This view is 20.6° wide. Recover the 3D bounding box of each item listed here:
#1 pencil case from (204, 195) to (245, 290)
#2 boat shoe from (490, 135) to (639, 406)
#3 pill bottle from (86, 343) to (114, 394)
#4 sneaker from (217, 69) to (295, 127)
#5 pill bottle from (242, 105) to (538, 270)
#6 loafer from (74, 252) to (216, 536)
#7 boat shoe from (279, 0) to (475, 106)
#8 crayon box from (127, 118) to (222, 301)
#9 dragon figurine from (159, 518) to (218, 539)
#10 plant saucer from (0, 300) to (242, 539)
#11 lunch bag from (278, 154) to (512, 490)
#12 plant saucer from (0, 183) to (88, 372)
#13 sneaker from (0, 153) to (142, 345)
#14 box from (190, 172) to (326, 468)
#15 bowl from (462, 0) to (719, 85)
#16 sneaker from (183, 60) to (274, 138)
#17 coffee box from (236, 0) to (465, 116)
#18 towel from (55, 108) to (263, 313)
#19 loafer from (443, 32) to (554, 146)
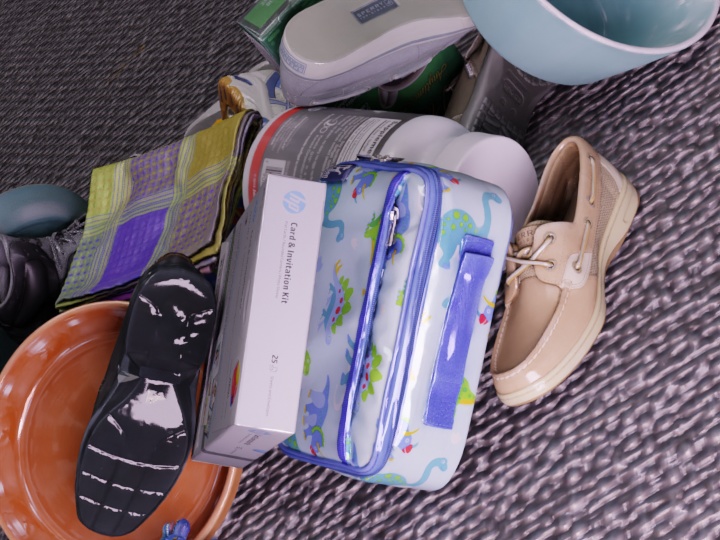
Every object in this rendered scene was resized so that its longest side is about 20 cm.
[{"bbox_3d":[-0.135,0.025,1.550,0.200,0.078,0.087,-42,-4,27],"label":"pencil case"},{"bbox_3d":[0.117,-0.001,1.250,0.071,0.065,0.200,-21,32,40],"label":"boat shoe"},{"bbox_3d":[-0.181,0.099,1.483,0.200,0.114,0.114,-33,26,21],"label":"pill bottle"},{"bbox_3d":[-0.045,-0.109,1.604,0.088,0.075,0.200,-16,43,-17],"label":"sneaker"},{"bbox_3d":[0.021,-0.054,1.397,0.200,0.116,0.116,10,55,44],"label":"pill bottle"},{"bbox_3d":[-0.143,0.084,1.342,0.072,0.073,0.201,-108,39,-71],"label":"loafer"},{"bbox_3d":[0.022,-0.177,1.461,0.200,0.070,0.072,-25,-25,-27],"label":"boat shoe"},{"bbox_3d":[-0.135,-0.044,1.709,0.200,0.058,0.119,-53,27,-20],"label":"crayon box"},{"bbox_3d":[-0.168,0.246,1.295,0.099,0.059,0.200,-11,39,51],"label":"dragon figurine"},{"bbox_3d":[-0.173,0.122,1.394,0.200,0.201,0.032,-38,-18,11],"label":"plant saucer"},{"bbox_3d":[0.018,0.030,1.235,0.161,0.082,0.201,13,91,61],"label":"lunch bag"},{"bbox_3d":[-0.287,0.025,1.693,0.027,0.200,0.200,28,72,38],"label":"plant saucer"},{"bbox_3d":[-0.241,-0.021,1.627,0.075,0.114,0.201,2,66,56],"label":"sneaker"},{"bbox_3d":[-0.067,0.038,1.263,0.200,0.041,0.157,132,146,-73],"label":"box"},{"bbox_3d":[0.150,-0.214,1.427,0.105,0.200,0.201,-47,14,50],"label":"bowl"},{"bbox_3d":[-0.077,-0.163,1.809,0.200,0.075,0.089,-24,19,39],"label":"sneaker"},{"bbox_3d":[0.003,-0.164,1.522,0.123,0.200,0.044,-47,43,-4],"label":"coffee box"},{"bbox_3d":[-0.157,-0.045,1.526,0.200,0.023,0.144,-16,50,42],"label":"towel"},{"bbox_3d":[0.098,-0.143,1.495,0.069,0.075,0.200,-11,40,43],"label":"loafer"}]
